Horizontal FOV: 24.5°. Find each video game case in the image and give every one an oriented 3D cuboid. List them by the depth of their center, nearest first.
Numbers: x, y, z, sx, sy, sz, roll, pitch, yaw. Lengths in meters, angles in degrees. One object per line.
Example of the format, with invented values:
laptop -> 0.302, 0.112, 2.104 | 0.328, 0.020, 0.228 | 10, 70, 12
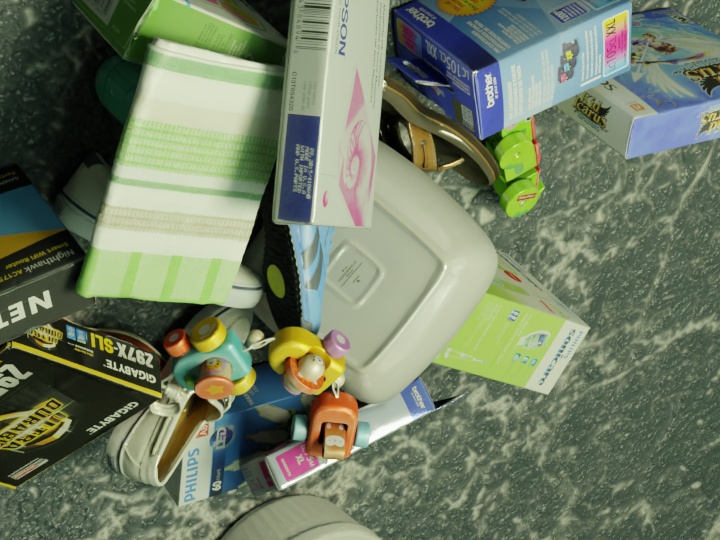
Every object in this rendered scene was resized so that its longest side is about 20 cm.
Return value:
video game case -> 0.272, -0.181, 1.551 | 0.199, 0.181, 0.046 | -14, 129, -29

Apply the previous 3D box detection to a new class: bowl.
bowl -> 0.000, 0.000, 1.465 | 0.200, 0.199, 0.075 | -51, 173, 9

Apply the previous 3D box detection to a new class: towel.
towel -> -0.133, -0.071, 1.261 | 0.148, 0.031, 0.201 | 7, 110, -45

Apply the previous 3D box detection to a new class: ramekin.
ramekin -> -0.073, 0.326, 1.733 | 0.201, 0.094, 0.204 | -20, 131, -25

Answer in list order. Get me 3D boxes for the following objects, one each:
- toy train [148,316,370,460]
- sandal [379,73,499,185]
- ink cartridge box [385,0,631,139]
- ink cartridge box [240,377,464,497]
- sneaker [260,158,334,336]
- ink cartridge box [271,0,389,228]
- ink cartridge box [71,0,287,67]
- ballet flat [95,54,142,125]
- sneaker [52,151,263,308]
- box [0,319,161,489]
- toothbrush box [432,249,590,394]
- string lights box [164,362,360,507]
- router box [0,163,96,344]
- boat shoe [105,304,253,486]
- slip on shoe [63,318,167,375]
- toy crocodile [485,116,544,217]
toy train -> -0.079, 0.113, 1.405 | 0.198, 0.056, 0.151 | 10, 129, -11
sandal -> 0.046, -0.123, 1.493 | 0.200, 0.081, 0.055 | 33, 85, -43
ink cartridge box -> 0.121, -0.196, 1.458 | 0.199, 0.136, 0.077 | -27, 132, -19
ink cartridge box -> -0.010, 0.151, 1.556 | 0.199, 0.042, 0.119 | -23, 176, -18
sneaker -> -0.042, -0.033, 1.402 | 0.078, 0.066, 0.202 | -16, 110, -32
ink cartridge box -> -0.012, -0.133, 1.320 | 0.200, 0.043, 0.198 | -4, 99, -71
ink cartridge box -> -0.118, -0.185, 1.310 | 0.199, 0.104, 0.060 | 17, 110, -43
ballet flat -> -0.137, -0.111, 1.375 | 0.068, 0.070, 0.200 | -52, 137, 6
sneaker -> -0.157, -0.032, 1.391 | 0.199, 0.073, 0.071 | 27, 103, -28
box -> -0.289, 0.108, 1.374 | 0.199, 0.050, 0.159 | -31, 141, 31
toothbrush box -> 0.101, 0.031, 1.608 | 0.199, 0.146, 0.086 | 20, 108, -43
string lights box -> -0.097, 0.148, 1.607 | 0.199, 0.059, 0.103 | -15, 131, -28
router box -> -0.322, 0.006, 1.266 | 0.199, 0.149, 0.051 | -24, 134, -21
boat shoe -> -0.145, 0.110, 1.492 | 0.200, 0.069, 0.071 | -53, 146, -28
slip on shoe -> -0.238, 0.083, 1.451 | 0.074, 0.061, 0.200 | -54, 139, 6
toy crocodile -> 0.143, -0.115, 1.568 | 0.061, 0.068, 0.201 | -30, 147, -9
